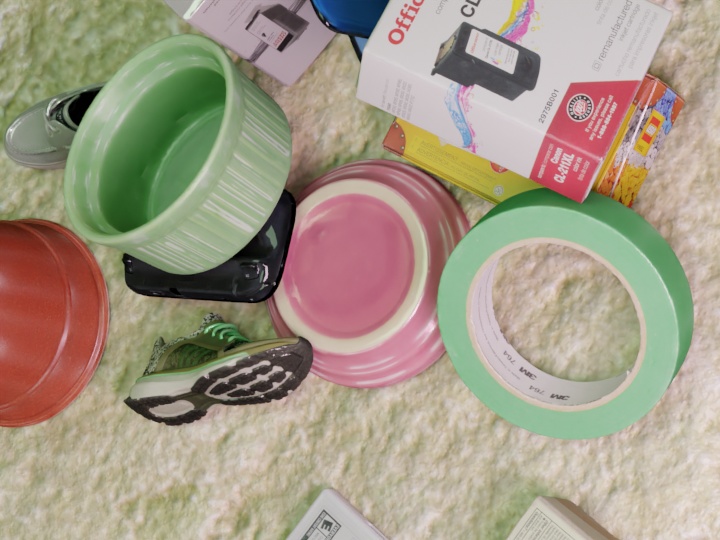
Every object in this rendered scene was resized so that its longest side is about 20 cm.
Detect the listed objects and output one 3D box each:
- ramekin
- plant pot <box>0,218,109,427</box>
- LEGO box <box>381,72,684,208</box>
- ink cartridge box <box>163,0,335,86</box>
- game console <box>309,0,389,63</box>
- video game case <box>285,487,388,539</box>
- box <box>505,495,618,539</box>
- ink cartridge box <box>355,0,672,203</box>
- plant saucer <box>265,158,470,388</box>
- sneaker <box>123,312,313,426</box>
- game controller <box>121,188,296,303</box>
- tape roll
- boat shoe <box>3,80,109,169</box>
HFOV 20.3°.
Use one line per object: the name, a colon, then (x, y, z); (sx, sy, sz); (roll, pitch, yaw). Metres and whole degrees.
ramekin: (-0.153, -0.094, 1.733); (0.200, 0.098, 0.200); (-23, 51, 32)
plant pot: (-0.365, 0.034, 1.816); (0.201, 0.195, 0.201); (-5, 79, 26)
LEGO box: (0.140, -0.122, 1.661); (0.200, 0.077, 0.149); (29, 94, 27)
ink cartridge box: (-0.122, -0.258, 1.746); (0.083, 0.200, 0.147); (-48, 65, 7)
game console: (-0.033, -0.250, 1.699); (0.118, 0.171, 0.200); (-14, 67, -22)
video game case: (-0.023, 0.318, 1.697); (0.182, 0.023, 0.200); (41, 99, 26)
box: (0.198, 0.273, 1.563); (0.200, 0.078, 0.095); (40, 100, 26)
ink cartridge box: (0.115, -0.165, 1.537); (0.200, 0.083, 0.146); (25, 70, 5)
plant saucer: (0.000, 0.000, 1.724); (0.200, 0.051, 0.201); (-5, 80, 26)
sneaker: (-0.125, 0.071, 1.754); (0.200, 0.077, 0.089); (-16, 58, 34)
game controller: (-0.135, -0.026, 1.778); (0.200, 0.042, 0.104); (3, 67, 44)
tape roll: (0.161, 0.035, 1.588); (0.200, 0.048, 0.201); (10, 116, 21)
boat shoe: (-0.257, -0.141, 1.864); (0.200, 0.069, 0.072); (-5, 79, 25)
